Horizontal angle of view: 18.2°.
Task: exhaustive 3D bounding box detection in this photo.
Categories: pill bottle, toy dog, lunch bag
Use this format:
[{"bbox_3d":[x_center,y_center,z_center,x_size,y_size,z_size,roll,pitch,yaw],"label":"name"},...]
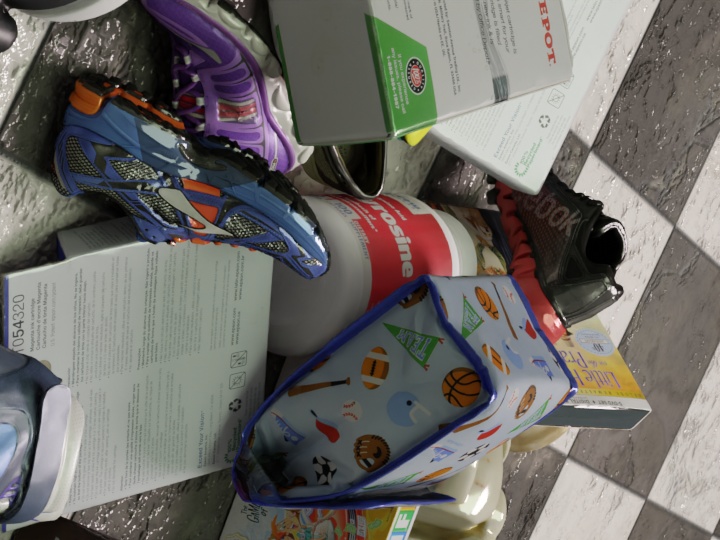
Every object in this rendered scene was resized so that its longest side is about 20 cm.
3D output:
[{"bbox_3d":[0.000,0.000,1.623,0.200,0.112,0.112,-5,115,-58],"label":"pill bottle"},{"bbox_3d":[0.057,0.112,1.763,0.194,0.139,0.200,97,4,-62],"label":"toy dog"},{"bbox_3d":[0.026,0.100,1.544,0.200,0.124,0.170,-35,164,19],"label":"lunch bag"}]

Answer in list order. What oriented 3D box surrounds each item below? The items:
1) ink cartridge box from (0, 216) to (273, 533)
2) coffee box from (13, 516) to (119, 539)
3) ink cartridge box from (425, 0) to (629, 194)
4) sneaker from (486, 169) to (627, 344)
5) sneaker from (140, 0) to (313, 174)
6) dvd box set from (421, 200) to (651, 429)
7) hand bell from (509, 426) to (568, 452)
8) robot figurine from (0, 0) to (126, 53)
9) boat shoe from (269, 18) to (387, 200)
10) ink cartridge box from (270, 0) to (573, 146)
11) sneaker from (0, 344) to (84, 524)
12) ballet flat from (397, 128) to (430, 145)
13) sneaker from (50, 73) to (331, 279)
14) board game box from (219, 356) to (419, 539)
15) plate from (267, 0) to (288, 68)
[{"bbox_3d":[-0.151,0.057,1.468,0.200,0.043,0.197,-13,124,-31],"label":"ink cartridge box"},{"bbox_3d":[-0.152,0.236,1.543,0.080,0.113,0.200,-63,151,-6],"label":"coffee box"},{"bbox_3d":[0.093,-0.187,1.666,0.200,0.043,0.197,30,84,-29],"label":"ink cartridge box"},{"bbox_3d":[0.154,-0.031,1.729,0.071,0.098,0.201,55,19,-40],"label":"sneaker"},{"bbox_3d":[-0.093,-0.113,1.433,0.083,0.081,0.200,-40,139,-10],"label":"sneaker"},{"bbox_3d":[0.130,0.035,1.757,0.146,0.200,0.029,7,136,-43],"label":"dvd box set"},{"bbox_3d":[0.100,0.063,1.886,0.104,0.104,0.200,-59,138,-12],"label":"hand bell"},{"bbox_3d":[-0.183,-0.206,1.170,0.150,0.125,0.200,-34,154,15],"label":"robot figurine"},{"bbox_3d":[-0.011,-0.138,1.538,0.073,0.065,0.200,-33,133,-25],"label":"boat shoe"},{"bbox_3d":[0.039,-0.169,1.424,0.200,0.083,0.147,-20,102,-49],"label":"ink cartridge box"},{"bbox_3d":[-0.236,0.144,1.348,0.146,0.081,0.200,40,70,-44],"label":"sneaker"},{"bbox_3d":[0.053,-0.186,1.564,0.067,0.067,0.200,-31,120,-72],"label":"ballet flat"},{"bbox_3d":[-0.105,-0.046,1.401,0.200,0.075,0.078,30,105,-18],"label":"sneaker"},{"bbox_3d":[-0.019,0.155,1.680,0.034,0.134,0.200,9,102,-60],"label":"board game box"},{"bbox_3d":[-0.009,-0.236,1.461,0.199,0.032,0.200,-16,101,-49],"label":"plate"}]
